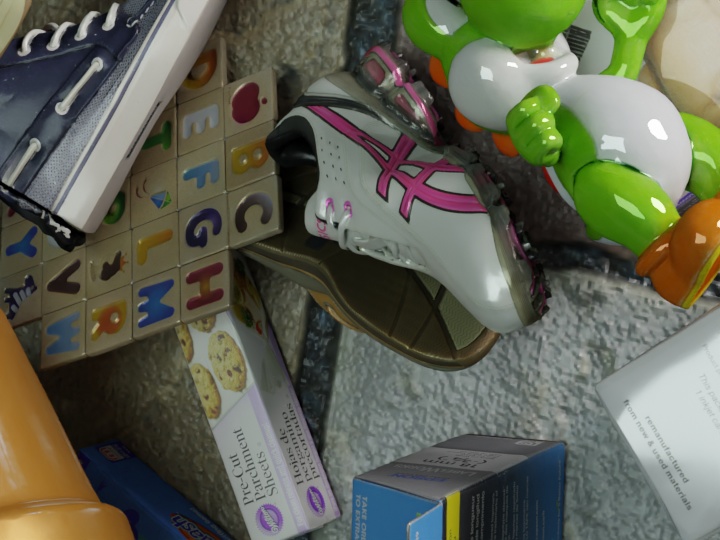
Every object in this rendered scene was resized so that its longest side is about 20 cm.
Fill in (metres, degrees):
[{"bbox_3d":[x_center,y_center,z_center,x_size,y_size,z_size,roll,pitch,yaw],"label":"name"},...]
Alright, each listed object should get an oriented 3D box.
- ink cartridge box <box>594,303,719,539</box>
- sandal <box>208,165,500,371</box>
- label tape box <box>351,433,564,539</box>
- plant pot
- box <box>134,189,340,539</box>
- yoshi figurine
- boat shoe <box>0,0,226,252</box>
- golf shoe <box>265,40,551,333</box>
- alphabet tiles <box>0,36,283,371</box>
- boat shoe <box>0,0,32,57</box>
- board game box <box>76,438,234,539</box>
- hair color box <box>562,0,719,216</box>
[{"bbox_3d":[0.219,0.026,0.752,0.199,0.147,0.086,-36,79,23],"label":"ink cartridge box"},{"bbox_3d":[0.000,0.000,0.907,0.199,0.080,0.054,26,149,37],"label":"sandal"},{"bbox_3d":[0.035,0.165,0.825,0.063,0.200,0.146,4,96,26],"label":"label tape box"},{"bbox_3d":[-0.230,0.121,0.916,0.199,0.200,0.185,-26,72,26],"label":"plant pot"},{"bbox_3d":[-0.069,0.053,0.959,0.041,0.039,0.202,-23,83,27],"label":"box"},{"bbox_3d":[0.102,-0.086,0.763,0.200,0.112,0.112,41,97,21],"label":"yoshi figurine"},{"bbox_3d":[-0.144,-0.118,0.933,0.092,0.075,0.201,30,89,0],"label":"boat shoe"},{"bbox_3d":[0.023,-0.028,0.846,0.092,0.073,0.200,-32,45,-3],"label":"golf shoe"},{"bbox_3d":[-0.127,-0.038,0.959,0.199,0.006,0.168,-18,60,28],"label":"alphabet tiles"},{"bbox_3d":[-0.248,-0.100,0.918,0.201,0.062,0.073,-55,39,15],"label":"boat shoe"},{"bbox_3d":[-0.114,0.219,0.991,0.199,0.045,0.153,36,108,20],"label":"board game box"},{"bbox_3d":[0.130,-0.134,0.832,0.109,0.065,0.201,-38,79,24],"label":"hair color box"}]
